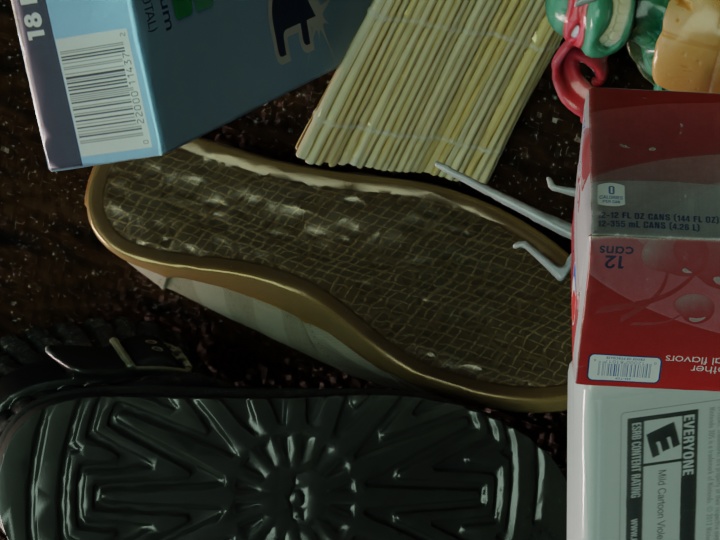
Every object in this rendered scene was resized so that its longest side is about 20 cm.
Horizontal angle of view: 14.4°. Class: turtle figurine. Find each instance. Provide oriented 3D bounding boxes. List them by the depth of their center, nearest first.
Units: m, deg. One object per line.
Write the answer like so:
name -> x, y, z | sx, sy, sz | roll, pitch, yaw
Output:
turtle figurine -> 0.130, -0.068, 0.901 | 0.199, 0.101, 0.150 | 10, 128, 3

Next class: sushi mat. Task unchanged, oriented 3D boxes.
sushi mat -> 0.054, -0.114, 0.927 | 0.012, 0.095, 0.201 | 49, 122, 37

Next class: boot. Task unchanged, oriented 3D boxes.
boot -> -0.041, 0.067, 1.003 | 0.210, 0.158, 0.080 | 11, 92, -14

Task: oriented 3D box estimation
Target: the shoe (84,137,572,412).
shoe -> 0.000, 0.000, 1.010 | 0.199, 0.053, 0.070 | 21, 80, 13

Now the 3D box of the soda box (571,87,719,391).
soda box -> 0.163, -0.006, 0.844 | 0.199, 0.070, 0.064 | 4, 133, 1

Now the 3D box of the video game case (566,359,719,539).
video game case -> 0.154, 0.109, 0.914 | 0.181, 0.023, 0.201 | -7, 114, -12

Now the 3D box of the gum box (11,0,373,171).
gum box -> -0.051, -0.138, 0.902 | 0.044, 0.200, 0.171 | -6, 102, 26
